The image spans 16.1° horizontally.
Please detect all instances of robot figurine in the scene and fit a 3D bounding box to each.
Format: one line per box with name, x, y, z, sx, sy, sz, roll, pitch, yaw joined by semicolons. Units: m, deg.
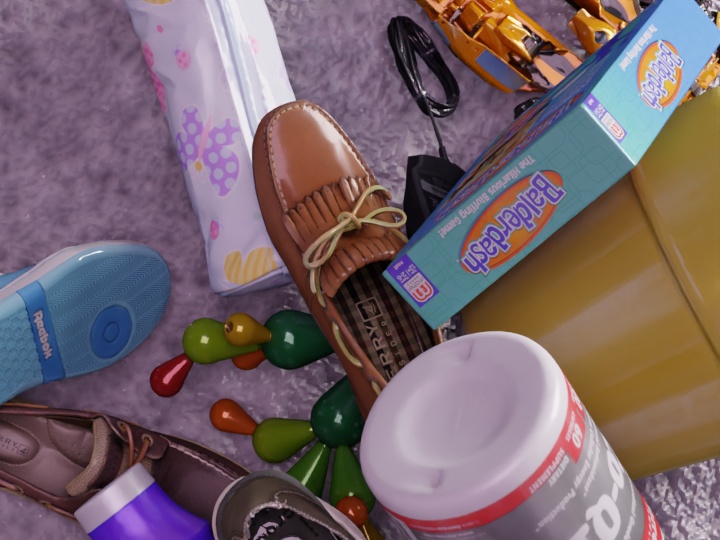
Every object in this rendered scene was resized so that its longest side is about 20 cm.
robot figurine;0.125;-0.142;1.490;0.200;0.058;0.145;40;87;4

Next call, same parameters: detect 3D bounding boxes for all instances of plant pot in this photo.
plant pot;0.165;0.028;1.415;0.188;0.201;0.202;-28;84;12

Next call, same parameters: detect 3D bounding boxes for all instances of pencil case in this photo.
pencil case;-0.072;-0.083;1.466;0.083;0.091;0.201;-17;83;-3

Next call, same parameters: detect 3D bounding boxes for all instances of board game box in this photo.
board game box;0.106;-0.064;1.364;0.045;0.200;0.152;48;122;-4

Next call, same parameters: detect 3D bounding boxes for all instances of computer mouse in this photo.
computer mouse;0.037;-0.066;1.455;0.058;0.034;0.201;24;40;-34

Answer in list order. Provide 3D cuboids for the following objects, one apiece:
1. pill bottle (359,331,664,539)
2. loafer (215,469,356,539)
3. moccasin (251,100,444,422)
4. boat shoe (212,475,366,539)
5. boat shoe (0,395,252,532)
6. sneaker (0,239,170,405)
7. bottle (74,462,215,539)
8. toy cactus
pill bottle;0.091;0.135;1.326;0.114;0.114;0.200;-39;129;-5
loafer;-0.001;0.187;1.312;0.200;0.070;0.075;43;89;2
moccasin;-0.002;0.000;1.376;0.073;0.078;0.202;-15;80;-18
boat shoe;0.002;0.185;1.378;0.200;0.060;0.072;38;88;2
boat shoe;-0.148;0.115;1.450;0.199;0.072;0.073;21;84;2
sneaker;-0.217;0.019;1.461;0.199;0.130;0.080;-23;121;-35
bottle;-0.079;0.198;1.397;0.083;0.065;0.200;-38;90;-18
toy cactus;-0.005;0.063;1.440;0.199;0.102;0.166;33;92;11
